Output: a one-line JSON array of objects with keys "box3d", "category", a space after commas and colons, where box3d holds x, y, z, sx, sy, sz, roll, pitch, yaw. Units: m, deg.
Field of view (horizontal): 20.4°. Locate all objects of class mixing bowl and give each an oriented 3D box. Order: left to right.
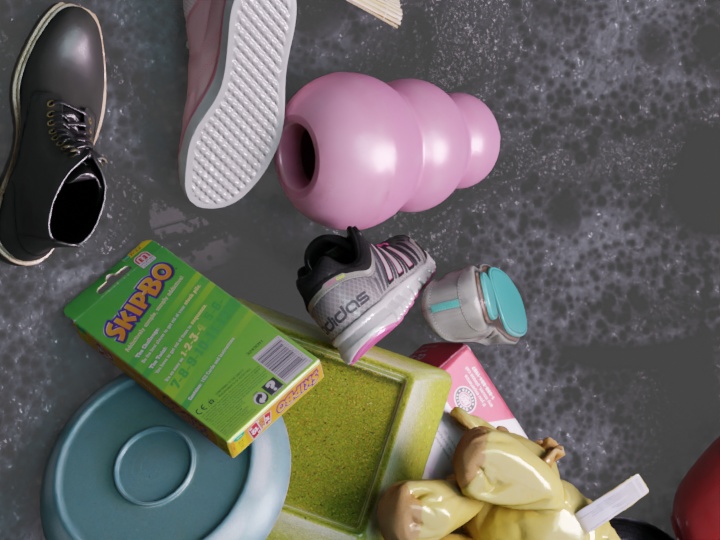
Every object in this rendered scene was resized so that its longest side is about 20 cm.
[{"box3d": [0.340, 0.233, 1.746, 0.108, 0.200, 0.201, -28, 106, 13], "category": "mixing bowl"}]

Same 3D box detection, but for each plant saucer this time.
[{"box3d": [-0.149, 0.149, 1.480, 0.201, 0.199, 0.027, -53, 150, -17], "category": "plant saucer"}, {"box3d": [-0.045, 0.127, 1.534, 0.198, 0.048, 0.201, 19, 65, 2], "category": "plant saucer"}]

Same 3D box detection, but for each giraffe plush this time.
[{"box3d": [0.108, 0.179, 1.537, 0.198, 0.162, 0.174, -18, 106, -4], "category": "giraffe plush"}]

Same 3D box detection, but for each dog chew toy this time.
[{"box3d": [0.029, -0.101, 1.611, 0.199, 0.124, 0.126, -9, 94, -35], "category": "dog chew toy"}]

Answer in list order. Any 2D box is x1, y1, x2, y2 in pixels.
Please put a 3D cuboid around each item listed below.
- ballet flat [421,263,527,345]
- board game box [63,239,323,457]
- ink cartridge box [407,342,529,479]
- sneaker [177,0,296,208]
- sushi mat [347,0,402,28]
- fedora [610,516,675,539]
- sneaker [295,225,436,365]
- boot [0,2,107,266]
[{"box3d": [0.089, 0.029, 1.633, 0.063, 0.200, 0.068, -16, 81, 12], "category": "ballet flat"}, {"box3d": [-0.129, 0.054, 1.502, 0.095, 0.199, 0.030, -41, 146, -22], "category": "board game box"}, {"box3d": [0.037, 0.175, 1.627, 0.200, 0.085, 0.148, -38, 106, -21], "category": "ink cartridge box"}, {"box3d": [-0.104, -0.156, 1.570, 0.075, 0.105, 0.202, 3, 117, -25], "category": "sneaker"}, {"box3d": [-0.048, -0.267, 1.598, 0.199, 0.012, 0.096, 24, 38, -25], "category": "sushi mat"}, {"box3d": [0.244, 0.310, 1.728, 0.199, 0.091, 0.203, 0, 90, -27], "category": "fedora"}, {"box3d": [0.000, 0.000, 1.568, 0.074, 0.200, 0.088, -38, 96, 22], "category": "sneaker"}, {"box3d": [-0.209, -0.103, 1.470, 0.077, 0.138, 0.202, 11, 83, -26], "category": "boot"}]
